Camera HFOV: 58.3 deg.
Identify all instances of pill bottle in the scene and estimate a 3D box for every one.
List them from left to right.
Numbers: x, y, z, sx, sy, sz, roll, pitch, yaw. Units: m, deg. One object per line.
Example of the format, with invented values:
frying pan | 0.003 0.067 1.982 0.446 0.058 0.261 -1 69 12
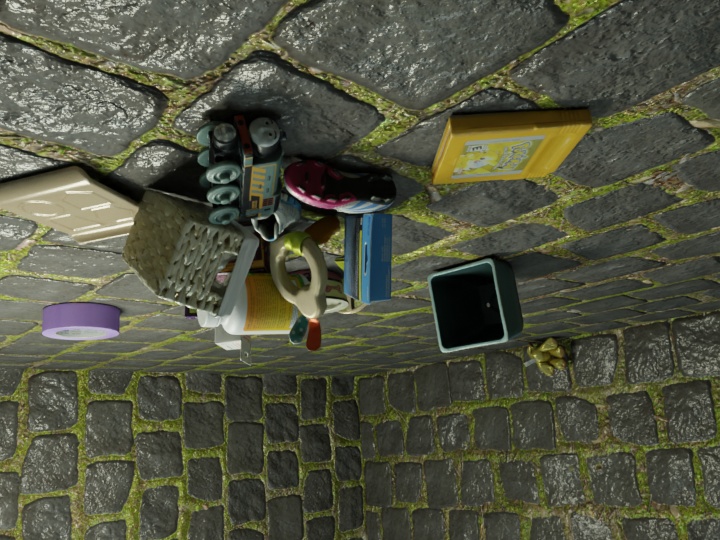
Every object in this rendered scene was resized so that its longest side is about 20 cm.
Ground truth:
pill bottle | -0.197 0.061 1.193 0.195 0.115 0.110 2 164 -29

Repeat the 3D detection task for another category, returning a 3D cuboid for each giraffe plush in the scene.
giraffe plush | 0.866 0.400 3.053 0.194 0.178 0.162 -12 -179 12

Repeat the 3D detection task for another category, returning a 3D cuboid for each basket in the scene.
basket | -0.267 -0.032 0.990 0.122 0.139 0.198 20 -174 -42

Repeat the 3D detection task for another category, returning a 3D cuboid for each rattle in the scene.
rattle | -0.079 0.022 1.161 0.127 0.205 0.143 -18 -173 23

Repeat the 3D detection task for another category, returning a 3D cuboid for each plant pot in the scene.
plant pot | 0.314 0.086 1.648 0.193 0.202 0.198 -15 172 37

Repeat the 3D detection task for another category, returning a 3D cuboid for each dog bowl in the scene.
dog bowl | -0.128 0.056 1.614 0.194 0.076 0.201 -5 165 -1

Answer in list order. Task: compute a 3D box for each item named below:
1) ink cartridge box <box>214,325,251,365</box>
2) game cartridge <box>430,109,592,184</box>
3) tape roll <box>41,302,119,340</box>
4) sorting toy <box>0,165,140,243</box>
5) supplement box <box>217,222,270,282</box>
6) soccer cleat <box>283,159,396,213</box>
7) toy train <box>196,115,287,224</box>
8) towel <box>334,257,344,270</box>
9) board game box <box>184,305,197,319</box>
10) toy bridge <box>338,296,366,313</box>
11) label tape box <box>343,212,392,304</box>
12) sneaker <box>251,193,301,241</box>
ink cartridge box | -0.307 0.123 1.555 0.066 0.206 0.115 -4 165 2
game cartridge | 0.209 -0.174 0.936 0.193 0.033 0.177 -3 165 -3
tape roll | -0.762 0.142 1.766 0.194 0.068 0.201 -5 166 -1
sorting toy | -0.444 -0.104 1.019 0.180 0.038 0.200 -9 160 16
supplement box | -0.230 -0.019 1.277 0.107 0.088 0.200 -5 165 -1
soccer cleat | -0.037 -0.118 0.996 0.195 0.072 0.086 4 163 -30
toy train | -0.159 -0.135 0.874 0.111 0.087 0.201 -14 159 -18
towel | 0.000 0.000 1.551 0.083 0.019 0.200 -8 164 10
board game box | -0.287 0.042 1.424 0.194 0.124 0.032 -1 169 -10
toy bridge | -0.027 0.080 1.743 0.195 0.069 0.027 -10 165 22
label tape box | 0.019 -0.024 1.114 0.064 0.148 0.200 0 -177 -14
sneaker | -0.146 -0.086 1.058 0.073 0.089 0.200 -9 166 11
